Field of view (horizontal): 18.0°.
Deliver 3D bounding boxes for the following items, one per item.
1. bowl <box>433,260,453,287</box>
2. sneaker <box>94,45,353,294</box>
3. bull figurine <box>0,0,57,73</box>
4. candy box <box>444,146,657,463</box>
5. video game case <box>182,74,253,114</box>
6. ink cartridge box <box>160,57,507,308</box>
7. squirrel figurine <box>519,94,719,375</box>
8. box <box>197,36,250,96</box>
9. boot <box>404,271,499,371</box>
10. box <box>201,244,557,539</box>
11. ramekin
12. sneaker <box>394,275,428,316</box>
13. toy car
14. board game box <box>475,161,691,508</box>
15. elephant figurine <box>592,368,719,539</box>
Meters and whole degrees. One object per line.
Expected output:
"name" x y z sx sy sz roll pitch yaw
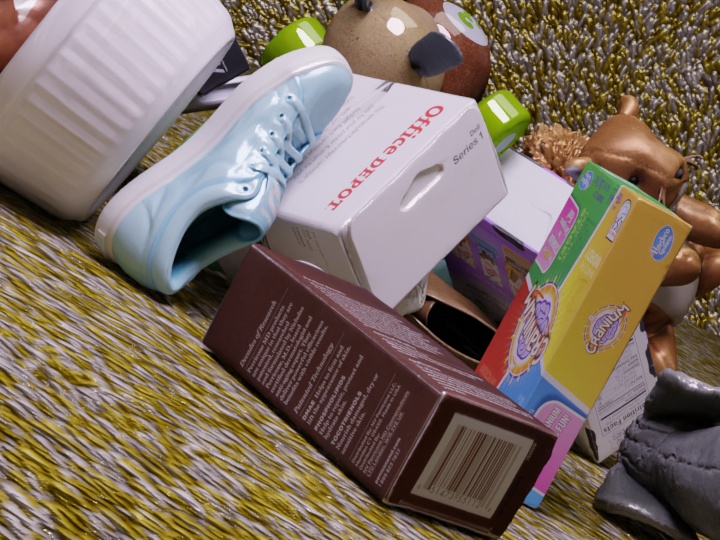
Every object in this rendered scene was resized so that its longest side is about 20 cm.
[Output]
"bowl" 0.138 0.029 1.952 0.200 0.105 0.201 30 7 -4
"sneaker" -0.068 -0.056 1.435 0.082 0.200 0.074 42 -11 33
"bull figurine" -0.247 -0.183 1.607 0.065 0.122 0.200 20 36 21
"candy box" 0.139 0.020 1.726 0.168 0.071 0.201 37 -28 50
"video game case" -0.128 -0.136 1.792 0.181 0.022 0.200 -11 5 -27
"ink cartridge box" -0.023 -0.058 1.530 0.199 0.146 0.085 18 -38 44
"squirrel figurine" 0.190 -0.044 1.786 0.199 0.142 0.187 22 -33 37
"box" -0.159 -0.232 1.652 0.201 0.044 0.160 64 -10 -19
"boot" 0.028 0.015 1.696 0.199 0.074 0.075 31 -7 -1
"box" 0.007 0.066 1.291 0.100 0.075 0.200 22 11 -41
"ramekin" -0.165 -0.122 1.480 0.094 0.203 0.202 39 6 -4
"sneaker" 0.000 0.000 1.592 0.084 0.076 0.200 13 21 11
"toy car" 0.031 -0.158 1.622 0.165 0.157 0.200 50 -16 13
"board game box" 0.131 0.037 1.462 0.040 0.201 0.153 27 7 -11
"elephant figurine" 0.224 0.137 1.544 0.199 0.156 0.141 21 45 35
